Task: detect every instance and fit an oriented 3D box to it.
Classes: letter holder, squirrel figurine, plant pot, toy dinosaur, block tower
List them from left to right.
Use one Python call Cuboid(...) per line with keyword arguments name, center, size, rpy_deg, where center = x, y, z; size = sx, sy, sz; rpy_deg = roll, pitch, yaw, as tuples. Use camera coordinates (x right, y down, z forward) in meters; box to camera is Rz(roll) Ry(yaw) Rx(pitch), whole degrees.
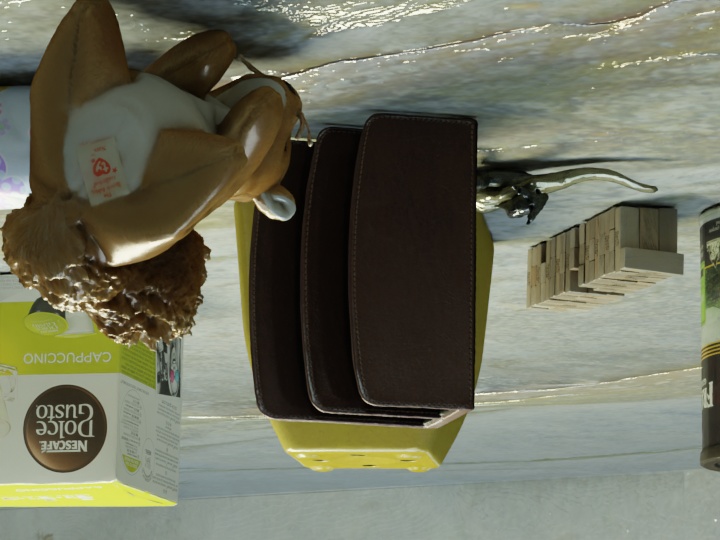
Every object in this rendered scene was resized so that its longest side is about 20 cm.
Cuboid(name="squirrel figurine", center=(-0.120, -0.054, 1.435), size=(0.141, 0.200, 0.186), rpy_deg=(39, -161, 16))
Cuboid(name="letter holder", center=(0.000, 0.000, 1.621), size=(0.141, 0.201, 0.101), rpy_deg=(4, 168, -12))
Cuboid(name="plant pot", center=(0.005, 0.058, 1.913), size=(0.193, 0.201, 0.196), rpy_deg=(-1, 168, 8))
Cuboid(name="toy dinosaur", center=(0.109, -0.057, 1.730), size=(0.199, 0.048, 0.088), rpy_deg=(-5, -178, 24))
Cuboid(name="block tower", center=(0.198, -0.008, 1.937), size=(0.054, 0.058, 0.200), rpy_deg=(5, 170, -18))

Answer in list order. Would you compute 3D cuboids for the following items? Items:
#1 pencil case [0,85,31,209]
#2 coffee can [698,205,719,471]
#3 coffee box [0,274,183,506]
Cuboid(name="pencil case", center=(-0.224, -0.076, 1.543), size=(0.199, 0.091, 0.083), rpy_deg=(-2, 168, 10))
Cuboid(name="coffee can", center=(0.341, 0.055, 1.867), size=(0.146, 0.201, 0.146), rpy_deg=(1, 168, 0))
Cuboid(name="coffee box", center=(-0.291, 0.119, 2.236), size=(0.199, 0.199, 0.200), rpy_deg=(-2, 168, 12))
